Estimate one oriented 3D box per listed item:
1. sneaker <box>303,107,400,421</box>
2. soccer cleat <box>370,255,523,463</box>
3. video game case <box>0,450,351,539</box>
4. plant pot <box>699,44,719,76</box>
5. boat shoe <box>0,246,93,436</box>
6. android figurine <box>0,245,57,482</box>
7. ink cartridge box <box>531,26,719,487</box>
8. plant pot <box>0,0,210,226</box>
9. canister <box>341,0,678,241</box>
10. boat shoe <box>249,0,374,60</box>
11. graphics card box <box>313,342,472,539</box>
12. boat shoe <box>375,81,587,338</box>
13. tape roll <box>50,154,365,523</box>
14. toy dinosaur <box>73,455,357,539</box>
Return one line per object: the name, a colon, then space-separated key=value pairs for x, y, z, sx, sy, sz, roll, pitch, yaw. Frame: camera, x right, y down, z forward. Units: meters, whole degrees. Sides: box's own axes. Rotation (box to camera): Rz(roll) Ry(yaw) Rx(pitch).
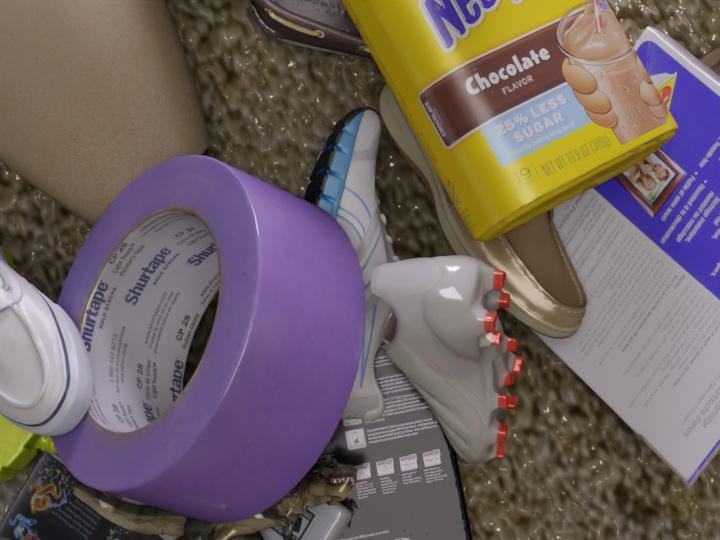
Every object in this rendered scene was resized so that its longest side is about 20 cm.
sneaker: x=0.000 y=0.000 z=1.188 sx=0.086 sy=0.075 sz=0.202 roll=12 pitch=78 yaw=-8
soccer cleat: x=0.053 y=0.050 z=1.151 sx=0.077 sy=0.201 sz=0.070 roll=8 pitch=59 yaw=14
video game case: x=-0.130 y=0.175 z=1.216 sx=0.199 sy=0.023 sz=0.183 roll=33 pitch=92 yaw=21
plant pot: x=0.280 y=-0.059 z=1.209 sx=0.199 sy=0.093 sz=0.203 roll=0 pitch=88 yaw=1
boat shoe: x=-0.234 y=0.026 z=1.155 sx=0.074 sy=0.067 sz=0.200 roll=-55 pitch=50 yaw=10
android figurine: x=-0.273 y=0.066 z=1.241 sx=0.198 sy=0.041 sz=0.184 roll=12 pitch=84 yaw=8
ink cartridge box: x=0.193 y=-0.009 z=1.164 sx=0.200 sy=0.043 sz=0.199 roll=46 pitch=114 yaw=29
plant pot: x=-0.187 y=-0.135 z=1.200 sx=0.187 sy=0.187 sz=0.201 roll=-36 pitch=103 yaw=0
canister: x=0.079 y=-0.134 z=1.118 sx=0.148 sy=0.087 sz=0.201 roll=-27 pitch=84 yaw=-25
boat shoe: x=0.026 y=-0.166 z=1.237 sx=0.198 sy=0.060 sz=0.073 roll=10 pitch=88 yaw=2
graphics card box: x=-0.002 y=0.110 z=1.233 sx=0.124 sy=0.051 sz=0.202 roll=-12 pitch=86 yaw=1
boat shoe: x=0.084 y=-0.052 z=1.172 sx=0.065 sy=0.072 sz=0.201 roll=-42 pitch=68 yaw=31
tape roll: x=-0.094 y=0.041 z=1.127 sx=0.085 sy=0.199 sz=0.202 roll=22 pitch=89 yaw=-39
toy dinosaur: x=-0.089 y=0.163 z=1.167 sx=0.198 sy=0.047 sz=0.089 roll=-8 pitch=61 yaw=21
